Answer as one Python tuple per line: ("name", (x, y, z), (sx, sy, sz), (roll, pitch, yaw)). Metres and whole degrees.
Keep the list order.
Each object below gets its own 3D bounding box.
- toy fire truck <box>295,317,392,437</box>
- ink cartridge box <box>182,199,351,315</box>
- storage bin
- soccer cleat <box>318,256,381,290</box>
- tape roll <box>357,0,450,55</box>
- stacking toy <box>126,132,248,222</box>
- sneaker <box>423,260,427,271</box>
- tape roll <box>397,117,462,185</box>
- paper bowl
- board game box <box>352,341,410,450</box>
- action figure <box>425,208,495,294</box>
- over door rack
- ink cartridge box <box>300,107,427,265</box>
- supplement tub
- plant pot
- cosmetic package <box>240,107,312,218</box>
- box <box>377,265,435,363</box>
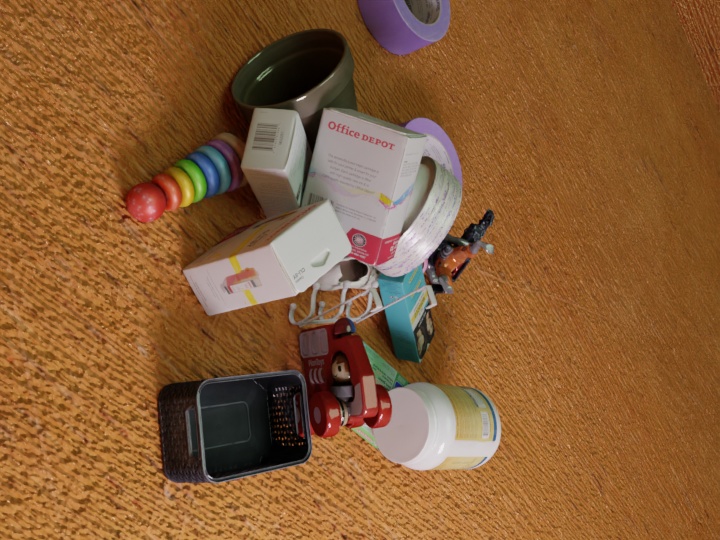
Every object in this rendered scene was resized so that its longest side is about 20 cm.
("toy fire truck", (-0.038, 0.161, 1.264), (0.111, 0.200, 0.169), (-5, 83, -28))
("ink cartridge box", (-0.133, -0.018, 1.195), (0.145, 0.199, 0.084), (-43, 112, -45))
("storage bin", (-0.174, 0.217, 1.175), (0.199, 0.093, 0.136), (1, 80, -49))
("soccer cleat", (0.000, 0.000, 1.433), (0.199, 0.077, 0.070), (-12, 90, -49))
("tape roll", (0.087, -0.540, 1.659), (0.199, 0.085, 0.202), (15, 70, -46))
("stacking toy", (-0.247, -0.124, 1.191), (0.200, 0.085, 0.086), (-38, 109, -41))
("sneaker", (0.068, -0.072, 1.507), (0.095, 0.079, 0.201), (-57, 125, -72))
("tape roll", (0.115, -0.191, 1.619), (0.199, 0.065, 0.202), (15, 69, -45))
("paper bowl", (0.063, -0.099, 1.367), (0.104, 0.200, 0.202), (35, 56, -22))
("board game box", (0.025, 0.224, 1.444), (0.200, 0.029, 0.135), (44, 52, -33))
("action figure", (0.177, -0.047, 1.571), (0.104, 0.193, 0.201), (34, 89, -18))
("over door rack", (0.001, 0.044, 1.328), (0.147, 0.199, 0.067), (-2, 81, -46))
("ink cartridge box", (0.000, -0.127, 1.250), (0.086, 0.147, 0.201), (-18, 127, -63))
("supplement tub", (0.131, 0.266, 1.422), (0.199, 0.144, 0.146), (14, 71, -46))
("plant pot", (-0.081, -0.259, 1.341), (0.174, 0.199, 0.201), (60, 42, -41))
("cosmetic package", (-0.117, -0.151, 1.266), (0.200, 0.073, 0.102), (68, 31, -68))
("box", (0.084, 0.066, 1.477), (0.082, 0.049, 0.201), (-58, 146, -39))
